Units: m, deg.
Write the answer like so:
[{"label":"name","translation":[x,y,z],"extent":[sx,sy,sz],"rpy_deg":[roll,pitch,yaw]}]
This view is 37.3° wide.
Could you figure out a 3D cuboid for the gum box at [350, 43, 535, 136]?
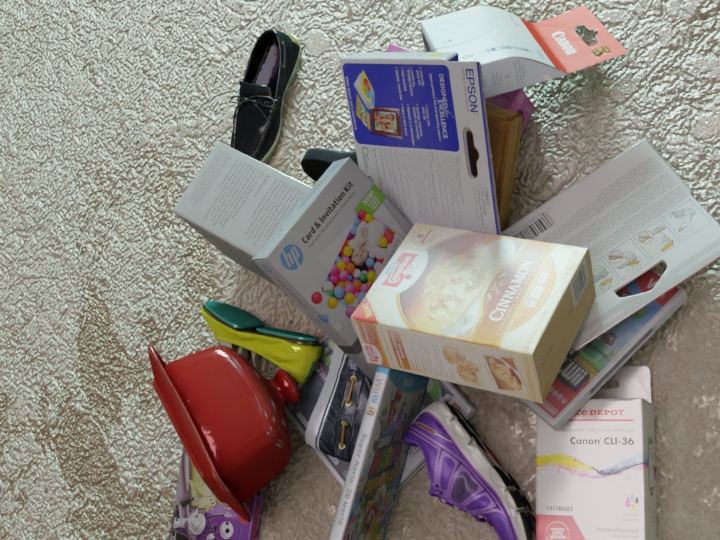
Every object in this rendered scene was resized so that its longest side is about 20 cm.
[{"label":"gum box","translation":[0.103,-0.184,1.287],"extent":[0.200,0.066,0.114],"rpy_deg":[25,89,28]}]

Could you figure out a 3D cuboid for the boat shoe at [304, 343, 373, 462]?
[{"label":"boat shoe","translation":[0.012,0.128,1.236],"extent":[0.091,0.071,0.201],"rpy_deg":[20,92,24]}]

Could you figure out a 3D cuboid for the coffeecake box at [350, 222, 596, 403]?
[{"label":"coffeecake box","translation":[0.116,0.037,1.086],"extent":[0.199,0.073,0.154],"rpy_deg":[10,47,31]}]

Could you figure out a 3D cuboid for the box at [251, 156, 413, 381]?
[{"label":"box","translation":[0.000,0.000,1.180],"extent":[0.156,0.200,0.041],"rpy_deg":[-51,20,-22]}]

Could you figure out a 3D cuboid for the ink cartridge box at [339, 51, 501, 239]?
[{"label":"ink cartridge box","translation":[0.074,-0.138,1.163],"extent":[0.200,0.047,0.198],"rpy_deg":[11,120,41]}]

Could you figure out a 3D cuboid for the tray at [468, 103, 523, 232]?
[{"label":"tray","translation":[0.121,-0.091,1.211],"extent":[0.098,0.037,0.201],"rpy_deg":[21,125,29]}]

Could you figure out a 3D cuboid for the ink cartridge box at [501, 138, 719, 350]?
[{"label":"ink cartridge box","translation":[0.272,-0.023,1.144],"extent":[0.200,0.045,0.176],"rpy_deg":[-33,53,5]}]

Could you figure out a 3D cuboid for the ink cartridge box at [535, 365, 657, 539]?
[{"label":"ink cartridge box","translation":[0.248,0.197,1.125],"extent":[0.116,0.067,0.201],"rpy_deg":[-4,76,25]}]

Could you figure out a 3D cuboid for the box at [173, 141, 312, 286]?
[{"label":"box","translation":[-0.097,-0.047,1.297],"extent":[0.200,0.152,0.107],"rpy_deg":[28,80,28]}]

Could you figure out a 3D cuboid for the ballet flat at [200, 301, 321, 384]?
[{"label":"ballet flat","translation":[-0.132,0.093,1.332],"extent":[0.200,0.067,0.067],"rpy_deg":[17,99,37]}]

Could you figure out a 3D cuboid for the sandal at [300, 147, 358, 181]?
[{"label":"sandal","translation":[0.012,-0.113,1.311],"extent":[0.200,0.076,0.043],"rpy_deg":[4,59,37]}]

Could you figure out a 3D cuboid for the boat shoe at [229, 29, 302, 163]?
[{"label":"boat shoe","translation":[-0.135,-0.227,1.417],"extent":[0.074,0.062,0.201],"rpy_deg":[17,87,26]}]

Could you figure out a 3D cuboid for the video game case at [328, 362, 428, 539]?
[{"label":"video game case","translation":[0.022,0.206,1.166],"extent":[0.018,0.143,0.201],"rpy_deg":[14,85,23]}]

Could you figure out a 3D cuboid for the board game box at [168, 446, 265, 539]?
[{"label":"board game box","translation":[-0.174,0.258,1.341],"extent":[0.120,0.032,0.201],"rpy_deg":[3,79,22]}]

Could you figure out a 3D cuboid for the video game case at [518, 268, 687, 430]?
[{"label":"video game case","translation":[0.231,0.059,1.151],"extent":[0.200,0.017,0.143],"rpy_deg":[-44,48,-5]}]

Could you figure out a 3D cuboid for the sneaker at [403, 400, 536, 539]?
[{"label":"sneaker","translation":[0.121,0.239,1.166],"extent":[0.083,0.081,0.200],"rpy_deg":[-41,65,8]}]

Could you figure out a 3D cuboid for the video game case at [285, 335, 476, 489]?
[{"label":"video game case","translation":[0.012,0.158,1.275],"extent":[0.182,0.023,0.200],"rpy_deg":[-46,63,9]}]

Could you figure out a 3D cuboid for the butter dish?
[{"label":"butter dish","translation":[-0.140,0.167,1.250],"extent":[0.147,0.200,0.200],"rpy_deg":[-28,65,-9]}]

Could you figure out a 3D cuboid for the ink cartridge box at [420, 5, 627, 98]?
[{"label":"ink cartridge box","translation":[0.179,-0.262,1.204],"extent":[0.199,0.047,0.160],"rpy_deg":[-17,34,2]}]
